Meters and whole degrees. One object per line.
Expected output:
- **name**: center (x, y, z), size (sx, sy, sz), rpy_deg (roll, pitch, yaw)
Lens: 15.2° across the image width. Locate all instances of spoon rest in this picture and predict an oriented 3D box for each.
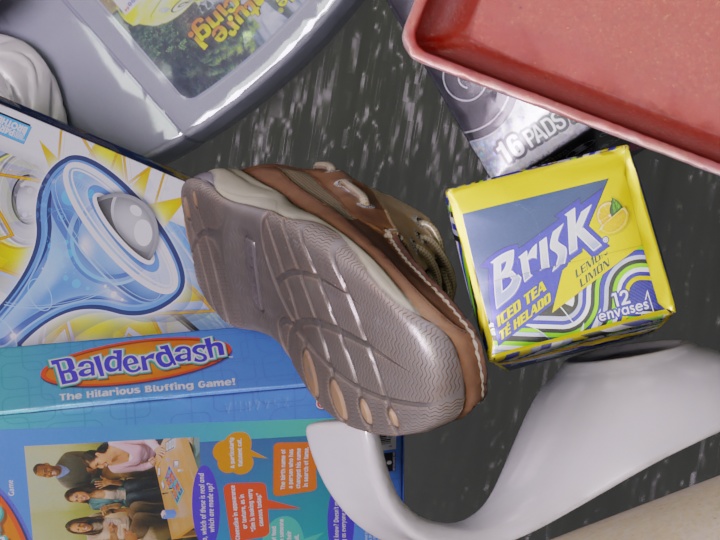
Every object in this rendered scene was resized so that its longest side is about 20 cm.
- **spoon rest**: center (0.073, 0.068, 1.041), size (0.099, 0.199, 0.061), rpy_deg (-5, 95, 55)

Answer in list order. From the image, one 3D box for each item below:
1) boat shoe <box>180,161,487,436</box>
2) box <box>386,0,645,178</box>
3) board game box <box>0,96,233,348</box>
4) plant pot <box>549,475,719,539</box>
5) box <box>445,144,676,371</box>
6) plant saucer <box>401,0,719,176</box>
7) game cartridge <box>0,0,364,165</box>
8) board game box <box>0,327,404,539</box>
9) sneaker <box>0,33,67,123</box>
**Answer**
- **boat shoe**: center (0.000, 0.000, 1.001), size (0.072, 0.200, 0.076), rpy_deg (-16, 117, -22)
- **box**: center (0.119, -0.128, 1.054), size (0.200, 0.132, 0.115), rpy_deg (-33, 81, 11)
- **board game box**: center (-0.096, 0.024, 1.100), size (0.199, 0.034, 0.136), rpy_deg (22, 96, -24)
- **plant pot**: center (0.134, 0.162, 1.030), size (0.183, 0.200, 0.201), rpy_deg (-28, 82, 0)
- **box**: center (0.076, -0.001, 1.026), size (0.070, 0.200, 0.065), rpy_deg (-14, 85, 4)
- **plant saucer**: center (0.141, -0.130, 0.954), size (0.199, 0.037, 0.200), rpy_deg (21, 84, 8)
- **game cartridge**: center (-0.067, -0.139, 1.154), size (0.200, 0.041, 0.133), rpy_deg (-44, 83, 10)
- **board game box**: center (-0.082, 0.098, 1.075), size (0.199, 0.045, 0.153), rpy_deg (-5, 125, -7)
- **sneaker**: center (-0.162, 0.005, 1.130), size (0.078, 0.099, 0.201), rpy_deg (-16, 93, 33)
